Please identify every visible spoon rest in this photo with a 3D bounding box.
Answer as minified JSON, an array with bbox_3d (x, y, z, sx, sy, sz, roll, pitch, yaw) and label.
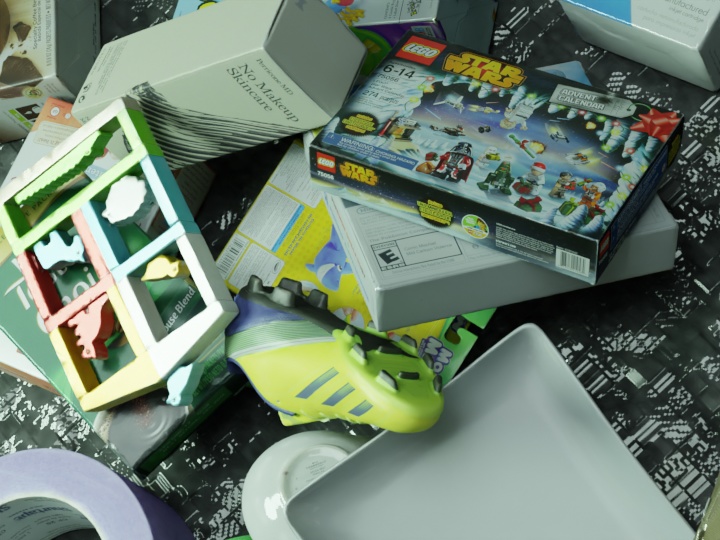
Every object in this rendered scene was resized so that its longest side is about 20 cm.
[{"bbox_3d":[0.022,0.134,1.333,0.200,0.061,0.099,-17,61,-2],"label":"spoon rest"}]

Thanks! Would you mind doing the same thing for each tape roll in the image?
[{"bbox_3d":[-0.208,0.227,1.391,0.200,0.085,0.200,-9,65,19],"label":"tape roll"}]

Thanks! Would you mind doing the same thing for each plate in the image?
[{"bbox_3d":[0.086,0.168,1.279,0.200,0.032,0.200,-36,85,-7],"label":"plate"}]

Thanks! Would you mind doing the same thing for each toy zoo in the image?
[{"bbox_3d":[-0.160,0.003,1.368,0.131,0.020,0.200,-34,71,24],"label":"toy zoo"}]

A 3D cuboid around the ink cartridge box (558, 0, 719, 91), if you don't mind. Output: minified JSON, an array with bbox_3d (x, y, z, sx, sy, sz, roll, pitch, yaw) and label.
[{"bbox_3d":[0.236,-0.237,1.411,0.116,0.067,0.200,25,80,30],"label":"ink cartridge box"}]

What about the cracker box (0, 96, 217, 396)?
[{"bbox_3d":[-0.210,-0.014,1.507,0.134,0.058,0.200,19,78,26],"label":"cracker box"}]

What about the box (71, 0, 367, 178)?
[{"bbox_3d":[-0.098,-0.127,1.394,0.200,0.082,0.068,-13,44,44],"label":"box"}]

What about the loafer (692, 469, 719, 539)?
[{"bbox_3d":[0.233,0.164,1.234,0.076,0.067,0.200,11,72,7],"label":"loafer"}]

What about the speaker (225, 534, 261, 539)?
[{"bbox_3d":[-0.056,0.273,1.307,0.088,0.088,0.200,-24,61,11],"label":"speaker"}]

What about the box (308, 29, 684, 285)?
[{"bbox_3d":[0.086,-0.076,1.304,0.200,0.040,0.137,19,46,21],"label":"box"}]

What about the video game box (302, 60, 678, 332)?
[{"bbox_3d":[0.079,-0.052,1.341,0.200,0.047,0.182,-11,46,-10],"label":"video game box"}]

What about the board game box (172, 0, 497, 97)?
[{"bbox_3d":[-0.018,-0.177,1.461,0.200,0.103,0.105,-1,56,22],"label":"board game box"}]

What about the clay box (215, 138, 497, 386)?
[{"bbox_3d":[0.007,0.006,1.386,0.200,0.048,0.115,31,87,29],"label":"clay box"}]

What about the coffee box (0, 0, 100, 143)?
[{"bbox_3d":[-0.307,-0.159,1.596,0.200,0.080,0.113,-13,65,17],"label":"coffee box"}]

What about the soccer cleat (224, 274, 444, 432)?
[{"bbox_3d":[-0.018,0.069,1.302,0.200,0.065,0.084,29,108,47],"label":"soccer cleat"}]

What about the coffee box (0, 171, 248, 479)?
[{"bbox_3d":[-0.175,0.033,1.423,0.123,0.044,0.200,-43,72,-4],"label":"coffee box"}]

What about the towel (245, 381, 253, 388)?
[{"bbox_3d":[0.000,0.000,1.437,0.149,0.031,0.200,11,76,28],"label":"towel"}]
